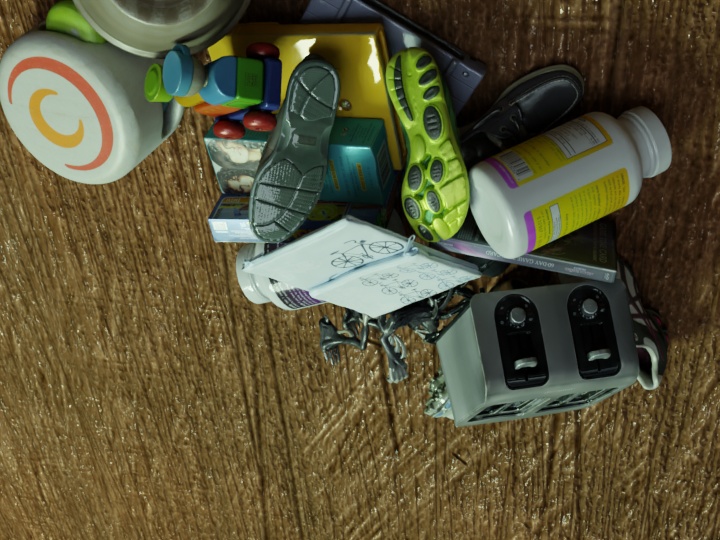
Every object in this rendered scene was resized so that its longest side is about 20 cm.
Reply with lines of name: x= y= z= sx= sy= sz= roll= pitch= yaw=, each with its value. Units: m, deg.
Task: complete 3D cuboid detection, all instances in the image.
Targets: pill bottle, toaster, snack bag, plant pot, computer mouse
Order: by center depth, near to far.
plant pot: x=-0.187 y=-0.296 z=1.001 sx=0.198 sy=0.174 sz=0.202 roll=-3 pitch=106 yaw=-10
pill bottle: x=0.216 y=-0.097 z=1.089 sx=0.199 sy=0.104 sz=0.105 roll=-24 pitch=127 yaw=-10
snack bag: x=0.000 y=0.000 z=1.151 sx=0.199 sy=0.022 sz=0.188 roll=21 pitch=151 yaw=-38
toaster: x=0.185 y=0.093 z=1.171 sx=0.179 sy=0.120 sz=0.200 roll=-5 pitch=163 yaw=-12
pill bottle: x=-0.049 y=-0.017 z=1.286 sx=0.199 sy=0.113 sz=0.113 roll=-13 pitch=124 yaw=26
computer mouse: x=0.138 y=0.006 z=1.295 sx=0.058 sy=0.034 sz=0.200 roll=27 pitch=135 yaw=-8

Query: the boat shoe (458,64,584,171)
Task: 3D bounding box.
boat shoe: x=0.153 y=-0.143 z=1.132 sx=0.199 sy=0.065 sz=0.072 roll=-30 pitch=120 yaw=23

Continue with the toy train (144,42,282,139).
toy train: x=-0.171 y=-0.184 z=1.090 sx=0.115 sy=0.086 sz=0.199 roll=4 pitch=177 yaw=-33

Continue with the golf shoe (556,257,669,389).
golf shoe: x=0.302 y=0.052 z=1.245 sx=0.077 sy=0.088 sz=0.200 roll=-33 pitch=113 yaw=28

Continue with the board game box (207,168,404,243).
board game box: x=-0.059 y=-0.085 z=1.217 sx=0.198 sy=0.136 sz=0.035 roll=2 pitch=130 yaw=17

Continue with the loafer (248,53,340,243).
loafer: x=-0.067 y=-0.127 z=1.102 sx=0.071 sy=0.063 sz=0.201 roll=15 pitch=112 yaw=-15

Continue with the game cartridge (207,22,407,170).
game cartridge: x=-0.057 y=-0.190 z=1.158 sx=0.198 sy=0.033 sz=0.177 roll=6 pitch=136 yaw=21

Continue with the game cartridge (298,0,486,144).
game cartridge: x=0.020 y=-0.218 z=1.148 sx=0.199 sy=0.039 sz=0.130 roll=29 pitch=128 yaw=-7

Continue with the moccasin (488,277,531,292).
moccasin: x=0.244 y=0.080 z=1.307 sx=0.201 sy=0.074 sz=0.078 roll=43 pitch=137 yaw=-7

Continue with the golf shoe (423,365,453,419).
golf shoe: x=0.163 y=0.144 z=1.378 sx=0.097 sy=0.079 sz=0.200 roll=22 pitch=150 yaw=-11

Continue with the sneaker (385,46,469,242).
sneaker: x=0.077 y=-0.131 z=1.096 sx=0.073 sy=0.084 sz=0.202 roll=-5 pitch=100 yaw=19

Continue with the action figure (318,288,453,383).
action figure: x=0.045 y=0.071 z=1.320 sx=0.199 sy=0.119 sz=0.103 roll=-11 pitch=115 yaw=45

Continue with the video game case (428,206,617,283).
video game case: x=0.183 y=-0.040 z=1.172 sx=0.198 sy=0.143 sz=0.019 roll=12 pitch=116 yaw=8

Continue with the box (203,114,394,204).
box: x=-0.067 y=-0.125 z=1.170 sx=0.198 sy=0.049 sz=0.083 roll=5 pitch=136 yaw=20

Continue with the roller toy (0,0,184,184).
roller toy: x=-0.297 y=-0.203 z=1.190 sx=0.199 sy=0.140 sz=0.183 roll=-26 pitch=109 yaw=40
